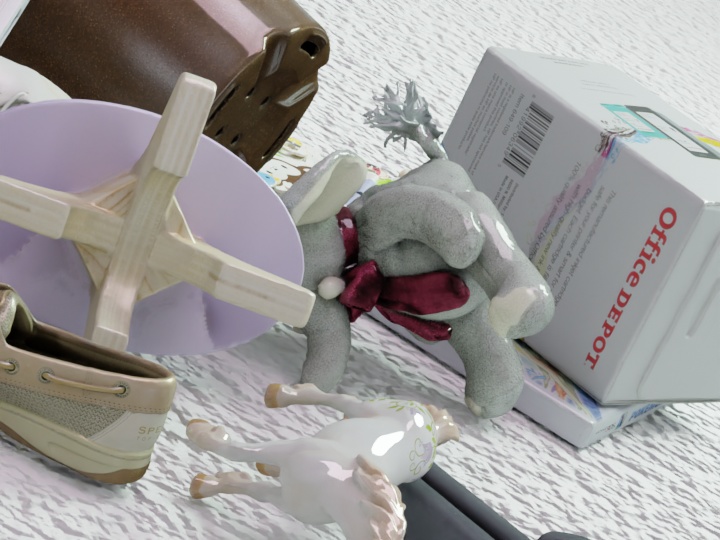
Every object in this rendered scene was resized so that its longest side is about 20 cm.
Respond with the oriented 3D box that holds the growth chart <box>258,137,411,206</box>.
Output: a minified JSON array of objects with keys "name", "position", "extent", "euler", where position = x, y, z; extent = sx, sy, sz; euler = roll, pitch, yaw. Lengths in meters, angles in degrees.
[{"name":"growth chart","position":[-0.058,-0.078,1.952],"extent":[0.199,0.018,0.145],"euler":[24,20,-4]}]

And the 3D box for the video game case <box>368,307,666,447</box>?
[{"name":"video game case","position":[0.097,0.038,1.832],"extent":[0.200,0.022,0.182],"euler":[33,20,18]}]

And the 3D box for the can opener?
[{"name":"can opener","position":[0.075,0.136,1.475],"extent":[0.200,0.067,0.053],"euler":[38,22,32]}]

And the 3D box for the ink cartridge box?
[{"name":"ink cartridge box","position":[0.159,-0.027,1.826],"extent":[0.146,0.147,0.200],"euler":[3,29,-50]}]

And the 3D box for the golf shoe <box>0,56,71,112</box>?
[{"name":"golf shoe","position":[-0.163,-0.063,1.595],"extent":[0.200,0.075,0.092],"euler":[38,-16,-5]}]

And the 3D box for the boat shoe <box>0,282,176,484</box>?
[{"name":"boat shoe","position":[-0.186,0.035,1.409],"extent":[0.199,0.065,0.072],"euler":[26,19,6]}]

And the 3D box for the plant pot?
[{"name":"plant pot","position":[-0.140,-0.149,1.794],"extent":[0.198,0.201,0.200],"euler":[41,22,16]}]

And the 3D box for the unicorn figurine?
[{"name":"unicorn figurine","position":[-0.015,0.104,1.415],"extent":[0.137,0.074,0.200],"euler":[9,35,29]}]

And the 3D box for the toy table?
[{"name":"toy table","position":[-0.122,-0.016,1.496],"extent":[0.199,0.185,0.117],"euler":[8,5,-9]}]

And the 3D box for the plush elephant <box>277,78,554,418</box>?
[{"name":"plush elephant","position":[0.000,0.000,1.641],"extent":[0.201,0.154,0.165],"euler":[65,-14,12]}]

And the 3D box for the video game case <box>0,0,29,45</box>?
[{"name":"video game case","position":[-0.282,-0.148,1.658],"extent":[0.143,0.018,0.200],"euler":[26,58,1]}]
